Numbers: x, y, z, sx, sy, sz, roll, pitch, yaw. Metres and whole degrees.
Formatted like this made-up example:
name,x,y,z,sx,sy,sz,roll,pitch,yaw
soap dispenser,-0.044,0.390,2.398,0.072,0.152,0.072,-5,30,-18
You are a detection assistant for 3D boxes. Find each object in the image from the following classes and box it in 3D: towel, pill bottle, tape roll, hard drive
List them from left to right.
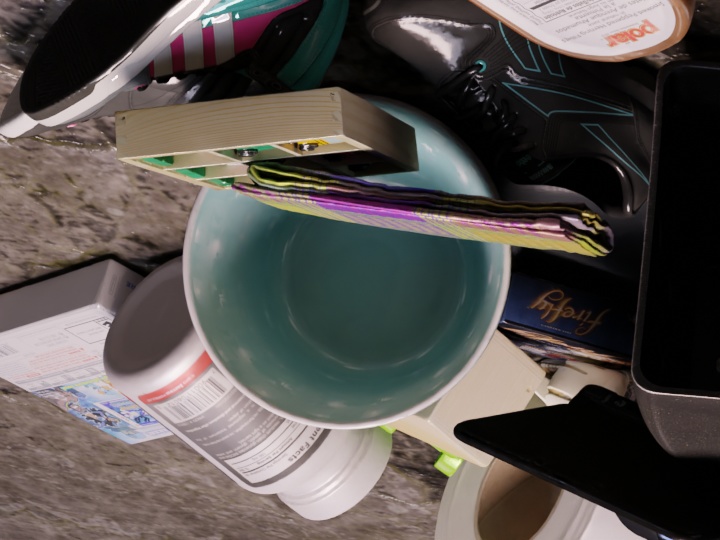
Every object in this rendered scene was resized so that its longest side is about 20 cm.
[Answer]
name,x,y,z,sx,sy,sz,roll,pitch,yaw
pill bottle,-0.076,0.086,1.895,0.116,0.116,0.200,-11,138,43
towel,0.041,-0.035,1.510,0.200,0.023,0.144,8,178,14
tape roll,0.137,0.163,1.863,0.071,0.203,0.202,28,152,-27
hard drive,0.183,-0.026,1.640,0.200,0.033,0.140,5,154,19

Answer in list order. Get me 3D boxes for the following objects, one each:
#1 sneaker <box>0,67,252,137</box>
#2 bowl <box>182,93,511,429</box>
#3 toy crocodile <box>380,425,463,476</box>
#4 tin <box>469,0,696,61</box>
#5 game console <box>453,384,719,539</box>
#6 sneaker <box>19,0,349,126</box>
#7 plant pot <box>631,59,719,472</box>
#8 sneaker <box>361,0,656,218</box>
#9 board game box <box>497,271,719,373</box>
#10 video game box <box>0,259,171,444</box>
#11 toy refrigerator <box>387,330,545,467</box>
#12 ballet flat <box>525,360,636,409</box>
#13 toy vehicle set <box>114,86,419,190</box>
name,x,y,z,sx,sy,sz,roll,pitch,yaw
sneaker,-0.137,-0.104,1.601,0.099,0.071,0.200,33,146,-25
bowl,0.000,0.000,1.640,0.201,0.201,0.105,9,175,12
toy crocodile,0.057,0.095,1.869,0.067,0.062,0.200,36,-174,1
tin,0.089,-0.169,1.385,0.200,0.042,0.112,30,156,-30
game console,0.177,0.151,1.584,0.200,0.116,0.176,24,145,44
sneaker,-0.082,-0.124,1.478,0.200,0.084,0.121,-33,134,26
plant pot,0.251,0.020,1.478,0.199,0.200,0.177,6,154,5
sneaker,0.088,-0.098,1.487,0.200,0.079,0.075,24,154,-17
board game box,0.171,0.047,1.741,0.200,0.035,0.135,16,173,-10
video game box,-0.179,0.064,2.014,0.182,0.047,0.200,33,149,-31
toy refrigerator,0.027,0.061,1.769,0.070,0.076,0.200,40,168,-35
ballet flat,0.138,0.090,1.758,0.072,0.072,0.200,26,169,-23
toy vehicle set,-0.048,-0.072,1.501,0.124,0.027,0.200,-5,176,13
